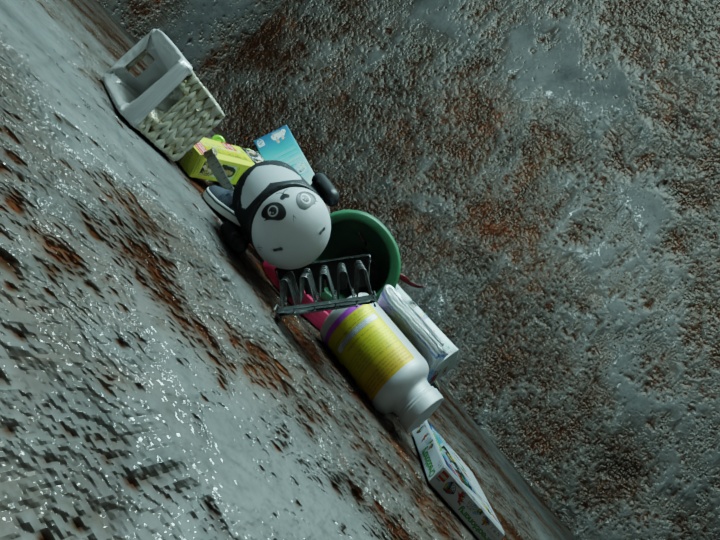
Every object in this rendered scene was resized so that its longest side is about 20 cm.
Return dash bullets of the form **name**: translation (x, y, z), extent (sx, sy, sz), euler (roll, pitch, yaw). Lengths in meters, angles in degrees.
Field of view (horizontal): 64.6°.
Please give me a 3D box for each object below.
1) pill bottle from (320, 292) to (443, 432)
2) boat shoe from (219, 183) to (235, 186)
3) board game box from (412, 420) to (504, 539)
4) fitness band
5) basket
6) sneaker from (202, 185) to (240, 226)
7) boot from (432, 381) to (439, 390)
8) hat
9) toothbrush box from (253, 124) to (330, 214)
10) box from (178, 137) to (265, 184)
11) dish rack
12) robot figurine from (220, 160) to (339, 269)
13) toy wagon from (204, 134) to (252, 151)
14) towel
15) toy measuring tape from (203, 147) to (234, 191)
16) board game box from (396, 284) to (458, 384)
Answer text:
- **pill bottle**: translation (0.033, 0.138, 0.855), extent (0.201, 0.104, 0.104), euler (48, 2, 23)
- **boat shoe**: translation (-0.213, -0.110, 1.162), extent (0.199, 0.071, 0.077), euler (43, -31, 13)
- **board game box**: translation (0.138, 0.308, 0.850), extent (0.127, 0.034, 0.200), euler (49, 1, -3)
- **fitness band**: translation (-0.094, 0.045, 0.986), extent (0.200, 0.037, 0.144), euler (46, 5, -41)
- **basket**: translation (-0.333, -0.296, 0.967), extent (0.200, 0.135, 0.124), euler (48, -2, 45)
- **sneaker**: translation (-0.171, -0.102, 0.980), extent (0.197, 0.080, 0.079), euler (33, 11, -6)
- **boot**: translation (0.102, 0.227, 1.172), extent (0.200, 0.073, 0.151), euler (44, 1, -16)
- **hat**: translation (0.000, 0.000, 1.036), extent (0.201, 0.165, 0.176), euler (49, 2, 6)
- **toothbrush box**: translation (-0.141, -0.178, 1.221), extent (0.203, 0.084, 0.147), euler (59, -10, 19)
- **box**: translation (-0.256, -0.205, 1.083), extent (0.075, 0.051, 0.198), euler (47, 24, 24)
- **dish rack**: translation (-0.050, 0.022, 0.802), extent (0.200, 0.148, 0.056), euler (-113, -166, -82)
- **robot figurine**: translation (-0.121, -0.088, 0.845), extent (0.123, 0.153, 0.200), euler (22, 17, -36)
- **toy wagon**: translation (-0.319, -0.257, 1.249), extent (0.196, 0.041, 0.154), euler (21, -9, -26)
- **towel**: translation (0.056, 0.135, 0.932), extent (0.147, 0.023, 0.202), euler (48, -40, 22)
- **toy measuring tape**: translation (-0.217, -0.142, 1.045), extent (0.203, 0.072, 0.074), euler (63, -7, -29)
- **board game box**: translation (0.067, 0.132, 1.079), extent (0.200, 0.145, 0.065), euler (47, -26, 31)
